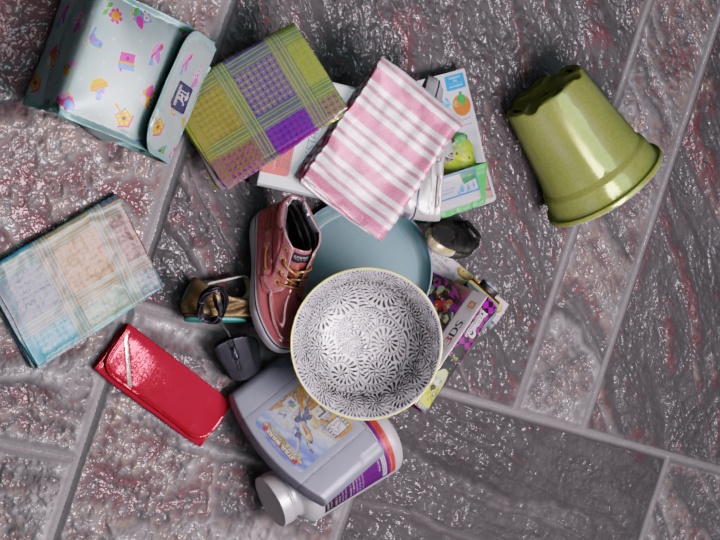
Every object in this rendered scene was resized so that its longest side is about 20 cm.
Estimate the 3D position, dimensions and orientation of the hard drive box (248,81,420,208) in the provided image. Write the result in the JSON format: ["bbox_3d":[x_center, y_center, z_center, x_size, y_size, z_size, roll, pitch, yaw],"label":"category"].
[{"bbox_3d":[-0.034,-0.169,1.656,0.199,0.077,0.156,10,94,-15],"label":"hard drive box"}]

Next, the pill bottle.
[{"bbox_3d":[-0.045,0.278,1.753,0.200,0.112,0.113,-27,113,-26],"label":"pill bottle"}]

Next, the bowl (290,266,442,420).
[{"bbox_3d":[0.004,0.092,1.647,0.200,0.094,0.201,0,95,-5],"label":"bowl"}]

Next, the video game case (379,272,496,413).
[{"bbox_3d":[0.064,0.084,1.732,0.181,0.200,0.036,-54,136,-11],"label":"video game case"}]

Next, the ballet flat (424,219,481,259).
[{"bbox_3d":[0.128,-0.037,1.772,0.057,0.200,0.067,-41,81,16],"label":"ballet flat"}]

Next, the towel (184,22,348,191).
[{"bbox_3d":[-0.134,-0.209,1.582,0.200,0.023,0.144,-32,91,2],"label":"towel"}]

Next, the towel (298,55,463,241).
[{"bbox_3d":[0.028,-0.158,1.618,0.146,0.030,0.200,36,87,-17],"label":"towel"}]

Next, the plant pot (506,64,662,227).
[{"bbox_3d":[0.321,-0.199,1.862,0.200,0.200,0.184,-42,108,-19],"label":"plant pot"}]

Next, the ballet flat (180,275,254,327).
[{"bbox_3d":[-0.150,0.044,1.675,0.199,0.068,0.073,10,79,-30],"label":"ballet flat"}]

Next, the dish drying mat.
[{"bbox_3d":[-0.260,0.154,1.645,0.200,0.018,0.077,43,75,-32],"label":"dish drying mat"}]

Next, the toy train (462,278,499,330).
[{"bbox_3d":[0.123,0.093,1.796,0.085,0.114,0.200,44,98,5],"label":"toy train"}]

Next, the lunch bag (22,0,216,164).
[{"bbox_3d":[-0.277,-0.234,1.494,0.200,0.122,0.171,23,86,-41],"label":"lunch bag"}]

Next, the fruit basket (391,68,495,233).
[{"bbox_3d":[0.103,-0.172,1.770,0.185,0.094,0.201,-18,105,-28],"label":"fruit basket"}]

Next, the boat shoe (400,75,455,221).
[{"bbox_3d":[0.098,-0.165,1.689,0.066,0.072,0.201,10,77,-7],"label":"boat shoe"}]

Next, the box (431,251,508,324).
[{"bbox_3d":[0.144,0.015,1.865,0.200,0.039,0.042,38,82,-33],"label":"box"}]

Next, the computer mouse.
[{"bbox_3d":[-0.172,0.089,1.628,0.058,0.034,0.200,-17,141,1],"label":"computer mouse"}]

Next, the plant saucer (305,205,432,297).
[{"bbox_3d":[0.000,0.000,1.723,0.199,0.027,0.201,0,81,-1],"label":"plant saucer"}]

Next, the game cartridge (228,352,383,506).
[{"bbox_3d":[-0.080,0.216,1.691,0.133,0.042,0.200,-37,78,-31],"label":"game cartridge"}]

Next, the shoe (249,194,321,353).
[{"bbox_3d":[-0.098,0.003,1.629,0.071,0.091,0.201,4,71,-33],"label":"shoe"}]

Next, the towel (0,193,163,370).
[{"bbox_3d":[-0.357,0.014,1.552,0.200,0.022,0.147,-34,117,-23],"label":"towel"}]
